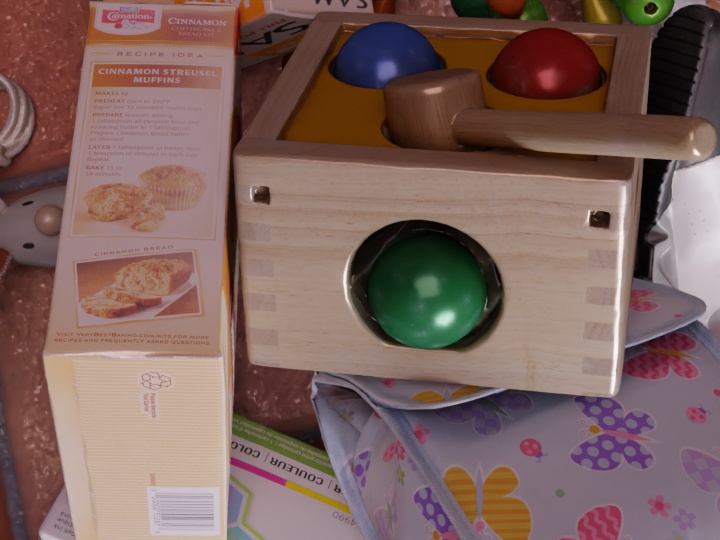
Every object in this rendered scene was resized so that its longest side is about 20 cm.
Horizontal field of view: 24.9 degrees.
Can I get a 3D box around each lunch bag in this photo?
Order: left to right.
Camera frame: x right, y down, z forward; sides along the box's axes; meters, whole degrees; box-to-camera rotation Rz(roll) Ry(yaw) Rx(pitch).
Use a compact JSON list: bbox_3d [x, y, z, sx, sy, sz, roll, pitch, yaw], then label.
[{"bbox_3d":[0.089,0.088,0.720,0.169,0.127,0.200,-15,52,-22],"label":"lunch bag"}]

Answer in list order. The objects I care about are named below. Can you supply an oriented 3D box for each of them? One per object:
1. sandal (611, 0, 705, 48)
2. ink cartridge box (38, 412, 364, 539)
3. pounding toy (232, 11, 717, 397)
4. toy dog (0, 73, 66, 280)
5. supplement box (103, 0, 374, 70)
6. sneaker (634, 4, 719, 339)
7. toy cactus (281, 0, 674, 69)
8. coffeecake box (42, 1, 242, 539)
[{"bbox_3d":[0.151,-0.197,0.848,0.050,0.082,0.203,8,86,46],"label":"sandal"},{"bbox_3d":[-0.088,0.168,0.766,0.148,0.076,0.200,22,50,4],"label":"ink cartridge box"},{"bbox_3d":[0.050,-0.041,0.676,0.184,0.200,0.142,4,120,11],"label":"pounding toy"},{"bbox_3d":[-0.240,-0.017,0.826,0.200,0.096,0.132,-30,85,0],"label":"toy dog"},{"bbox_3d":[-0.074,-0.205,0.818,0.126,0.073,0.201,-14,82,43],"label":"supplement box"},{"bbox_3d":[0.177,-0.033,0.821,0.088,0.074,0.200,0,107,-12],"label":"sneaker"},{"bbox_3d":[0.057,-0.163,0.823,0.200,0.102,0.165,-4,68,31],"label":"toy cactus"},{"bbox_3d":[-0.093,0.001,0.744,0.073,0.154,0.200,1,52,-3],"label":"coffeecake box"}]
